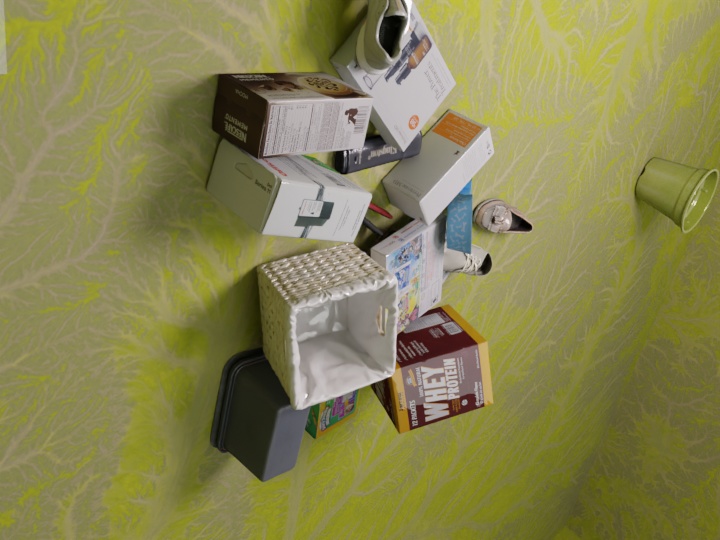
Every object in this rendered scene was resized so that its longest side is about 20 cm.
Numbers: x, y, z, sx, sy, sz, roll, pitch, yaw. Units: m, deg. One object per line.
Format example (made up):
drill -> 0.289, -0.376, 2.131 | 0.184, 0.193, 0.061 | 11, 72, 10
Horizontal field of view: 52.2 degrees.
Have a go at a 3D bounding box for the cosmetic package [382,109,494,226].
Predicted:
cosmetic package -> 0.144, -0.191, 1.348 | 0.200, 0.101, 0.072 | -48, 144, -14

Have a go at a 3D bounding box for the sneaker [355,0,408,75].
sneaker -> 0.040, -0.383, 1.031 | 0.074, 0.092, 0.206 | -5, 100, -22

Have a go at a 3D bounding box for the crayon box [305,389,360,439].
crayon box -> -0.055, 0.223, 1.462 | 0.117, 0.058, 0.204 | -22, 132, -40

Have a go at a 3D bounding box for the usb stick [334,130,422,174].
usb stick -> 0.035, -0.206, 1.259 | 0.197, 0.032, 0.057 | -21, 131, -40

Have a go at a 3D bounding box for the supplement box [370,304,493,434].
supplement box -> 0.127, 0.186, 1.439 | 0.195, 0.197, 0.136 | -14, 112, -12

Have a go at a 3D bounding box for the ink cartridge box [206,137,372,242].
ink cartridge box -> -0.102, -0.113, 1.065 | 0.197, 0.146, 0.085 | 4, 116, -50

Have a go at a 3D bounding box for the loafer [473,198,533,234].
loafer -> 0.329, -0.117, 1.666 | 0.197, 0.062, 0.073 | 1, 116, -51

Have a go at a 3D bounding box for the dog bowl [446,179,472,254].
dog bowl -> 0.193, -0.109, 1.430 | 0.201, 0.048, 0.114 | -73, 162, -62

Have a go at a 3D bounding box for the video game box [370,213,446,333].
video game box -> 0.091, 0.011, 1.397 | 0.181, 0.046, 0.204 | -35, 137, -39

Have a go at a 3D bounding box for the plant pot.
plant pot -> 0.942, -0.245, 2.218 | 0.198, 0.183, 0.204 | -31, 138, -33

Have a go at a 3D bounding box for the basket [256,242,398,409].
basket -> -0.055, 0.082, 1.212 | 0.195, 0.161, 0.203 | -15, 124, -23

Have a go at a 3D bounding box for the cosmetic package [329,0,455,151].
cosmetic package -> 0.057, -0.314, 1.166 | 0.152, 0.051, 0.200 | -50, 137, -6

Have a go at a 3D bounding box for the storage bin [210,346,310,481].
storage bin -> -0.160, 0.258, 1.295 | 0.143, 0.133, 0.205 | -12, 126, -45

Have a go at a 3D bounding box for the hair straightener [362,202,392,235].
hair straightener -> -0.019, -0.095, 1.273 | 0.198, 0.041, 0.078 | 22, 99, -55

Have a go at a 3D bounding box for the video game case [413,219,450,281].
video game case -> 0.114, -0.001, 1.506 | 0.202, 0.045, 0.182 | -53, 147, -7

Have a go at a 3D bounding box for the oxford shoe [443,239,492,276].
oxford shoe -> 0.217, -0.024, 1.531 | 0.198, 0.057, 0.077 | 7, 114, -51

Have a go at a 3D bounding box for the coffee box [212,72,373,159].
coffee box -> -0.092, -0.219, 1.023 | 0.197, 0.112, 0.082 | -15, 128, -43

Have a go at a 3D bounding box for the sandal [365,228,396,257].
sandal -> 0.000, 0.000, 1.363 | 0.202, 0.054, 0.082 | -54, 137, -19
